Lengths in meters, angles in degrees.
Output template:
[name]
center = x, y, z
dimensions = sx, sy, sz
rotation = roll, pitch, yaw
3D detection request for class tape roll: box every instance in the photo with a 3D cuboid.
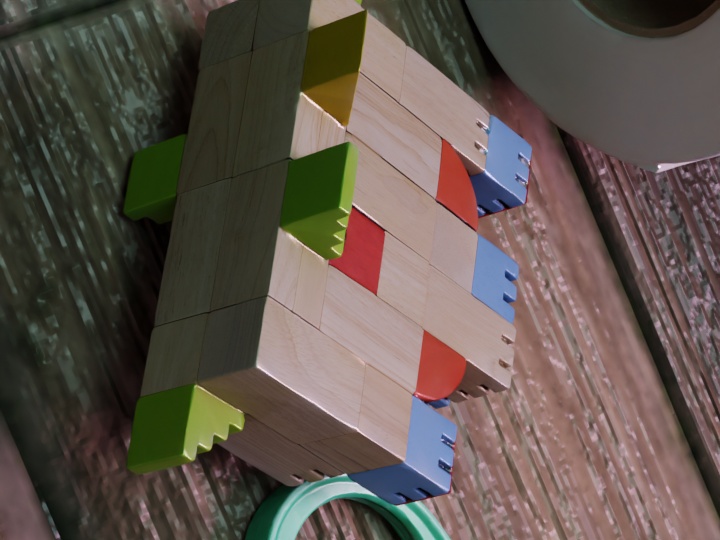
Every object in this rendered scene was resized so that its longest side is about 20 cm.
[tape roll]
center = 0.147, -0.150, 0.956
dimensions = 0.139, 0.203, 0.203
rotation = -18, 88, -40

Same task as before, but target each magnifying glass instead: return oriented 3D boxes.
[magnifying glass]
center = 0.041, 0.137, 0.900
dimensions = 0.200, 0.022, 0.080
rotation = 34, 57, -27

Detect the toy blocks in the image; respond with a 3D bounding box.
[toy blocks]
center = 0.000, 0.000, 0.872
dimensions = 0.137, 0.100, 0.200
rotation = 36, 50, -40
